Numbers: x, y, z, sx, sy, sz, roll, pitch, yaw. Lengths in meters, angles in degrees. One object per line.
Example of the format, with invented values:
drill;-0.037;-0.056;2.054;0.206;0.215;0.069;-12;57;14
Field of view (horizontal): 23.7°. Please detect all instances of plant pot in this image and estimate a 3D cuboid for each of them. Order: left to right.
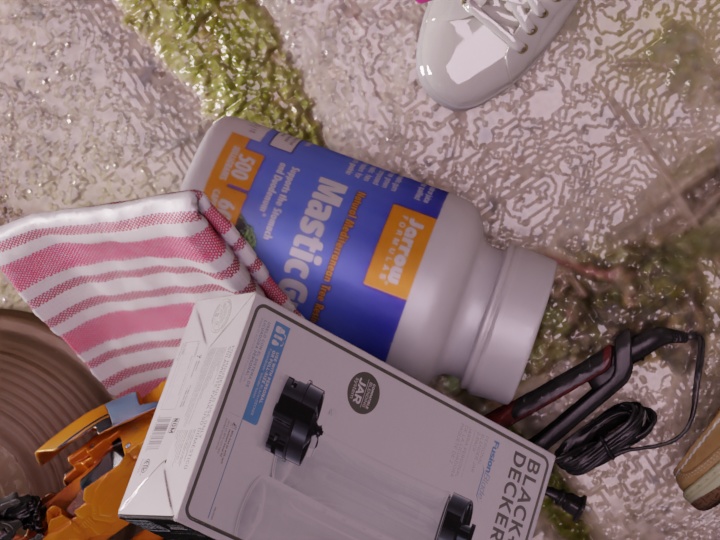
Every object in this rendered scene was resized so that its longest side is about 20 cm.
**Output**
plant pot;-0.217;0.127;0.967;0.199;0.093;0.203;1;96;6

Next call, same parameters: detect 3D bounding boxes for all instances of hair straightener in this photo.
hair straightener;0.113;0.099;0.964;0.199;0.041;0.077;-33;92;3

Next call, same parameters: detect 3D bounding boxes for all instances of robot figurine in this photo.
robot figurine;-0.133;0.140;0.891;0.199;0.058;0.145;-36;122;6

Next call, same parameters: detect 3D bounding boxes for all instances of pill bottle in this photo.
pill bottle;0.000;0.000;0.924;0.199;0.112;0.113;19;97;4

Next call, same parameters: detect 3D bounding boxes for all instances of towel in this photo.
towel;-0.091;0.040;0.902;0.145;0.030;0.200;-10;132;33

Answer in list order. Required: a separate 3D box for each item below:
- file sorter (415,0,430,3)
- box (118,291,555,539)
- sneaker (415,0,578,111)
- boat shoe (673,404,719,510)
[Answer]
file sorter;0.081;-0.239;0.826;0.199;0.125;0.140;-11;66;34
box;-0.006;0.104;0.841;0.199;0.060;0.117;31;68;-29
sneaker;0.095;-0.172;0.913;0.073;0.085;0.201;36;99;-1
boat shoe;0.232;0.039;0.933;0.076;0.072;0.200;43;88;11
